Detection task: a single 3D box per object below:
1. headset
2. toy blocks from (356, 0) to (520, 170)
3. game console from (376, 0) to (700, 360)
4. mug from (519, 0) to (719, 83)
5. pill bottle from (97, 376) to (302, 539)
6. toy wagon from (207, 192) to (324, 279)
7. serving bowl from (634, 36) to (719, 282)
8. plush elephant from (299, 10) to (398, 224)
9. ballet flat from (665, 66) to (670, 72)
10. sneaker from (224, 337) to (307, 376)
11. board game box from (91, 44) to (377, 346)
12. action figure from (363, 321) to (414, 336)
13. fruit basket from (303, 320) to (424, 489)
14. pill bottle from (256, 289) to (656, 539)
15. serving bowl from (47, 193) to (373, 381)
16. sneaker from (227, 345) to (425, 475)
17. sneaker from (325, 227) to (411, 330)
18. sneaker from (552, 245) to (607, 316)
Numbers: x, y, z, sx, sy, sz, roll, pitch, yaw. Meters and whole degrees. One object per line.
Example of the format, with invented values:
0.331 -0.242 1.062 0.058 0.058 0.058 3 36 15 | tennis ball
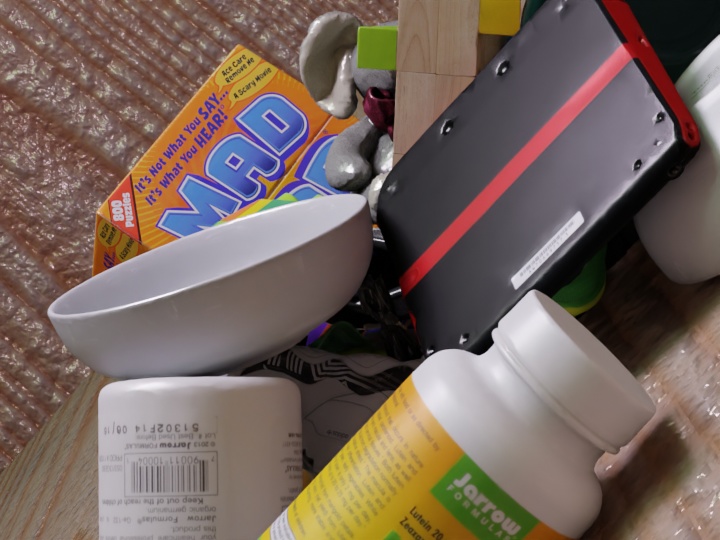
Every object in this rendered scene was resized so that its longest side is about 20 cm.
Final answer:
0.088 -0.012 1.147 0.200 0.094 0.123 -40 24 -21 | headset
0.063 -0.132 1.177 0.137 0.099 0.202 -37 -49 -71 | toy blocks
0.091 -0.051 1.027 0.200 0.031 0.177 -47 37 23 | game console
0.172 -0.162 1.192 0.184 0.153 0.115 -12 23 24 | mug
-0.087 0.161 1.021 0.114 0.113 0.202 160 110 -71 | pill bottle
-0.099 0.000 1.283 0.155 0.040 0.200 -38 16 -14 | toy wagon
0.214 -0.089 1.001 0.200 0.066 0.200 -47 10 11 | serving bowl
0.041 -0.115 1.334 0.163 0.156 0.200 -7 3 -23 | plush elephant
0.194 -0.116 1.282 0.200 0.067 0.064 -49 -18 -2 | ballet flat
-0.058 0.044 1.282 0.082 0.072 0.200 -28 16 20 | sneaker
-0.084 -0.015 1.529 0.200 0.199 0.200 -54 -9 -28 | board game box
0.030 0.033 1.390 0.200 0.065 0.099 -41 19 34 | action figure
0.000 0.112 1.220 0.186 0.094 0.199 -53 26 -20 | fruit basket
0.044 0.110 0.882 0.200 0.111 0.111 -48 10 9 | pill bottle
-0.080 0.019 1.092 0.199 0.066 0.200 -19 10 4 | serving bowl
-0.020 0.111 1.098 0.199 0.075 0.115 1 53 37 | sneaker
0.000 0.000 1.277 0.199 0.111 0.074 -6 82 46 | sneaker
0.115 -0.055 1.071 0.084 0.073 0.201 85 -163 -46 | sneaker
